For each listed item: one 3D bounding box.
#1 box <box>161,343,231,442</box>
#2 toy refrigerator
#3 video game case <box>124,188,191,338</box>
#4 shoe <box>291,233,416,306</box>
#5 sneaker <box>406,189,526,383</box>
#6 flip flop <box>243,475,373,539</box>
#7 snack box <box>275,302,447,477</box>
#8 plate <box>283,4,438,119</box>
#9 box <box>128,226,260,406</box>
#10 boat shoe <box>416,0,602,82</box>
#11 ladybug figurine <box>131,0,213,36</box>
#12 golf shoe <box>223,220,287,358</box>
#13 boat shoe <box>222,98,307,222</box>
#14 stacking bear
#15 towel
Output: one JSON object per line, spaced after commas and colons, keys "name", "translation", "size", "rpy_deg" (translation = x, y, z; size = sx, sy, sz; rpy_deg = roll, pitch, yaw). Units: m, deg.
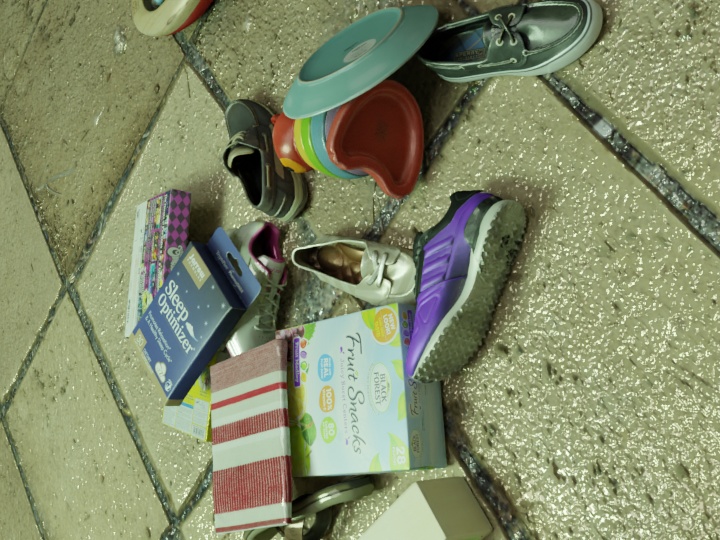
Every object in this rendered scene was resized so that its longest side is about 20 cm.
{"name": "box", "translation": [-0.208, 0.116, 1.204], "size": [0.117, 0.048, 0.203], "rpy_deg": [9, 93, 47]}
{"name": "toy refrigerator", "translation": [0.037, 0.297, 0.911], "size": [0.200, 0.075, 0.070], "rpy_deg": [-51, 52, 27]}
{"name": "video game case", "translation": [-0.288, -0.003, 1.272], "size": [0.181, 0.035, 0.203], "rpy_deg": [-9, 76, 62]}
{"name": "shoe", "translation": [0.000, 0.000, 1.002], "size": [0.199, 0.053, 0.071], "rpy_deg": [14, 95, 45]}
{"name": "sneaker", "translation": [0.086, 0.011, 0.905], "size": [0.099, 0.069, 0.202], "rpy_deg": [30, 97, 42]}
{"name": "flip flop", "translation": [-0.058, 0.284, 1.019], "size": [0.199, 0.081, 0.058], "rpy_deg": [-31, 78, 33]}
{"name": "snack box", "translation": [-0.005, 0.135, 0.981], "size": [0.199, 0.067, 0.171], "rpy_deg": [-16, 73, 41]}
{"name": "plate", "translation": [-0.007, -0.235, 0.973], "size": [0.199, 0.026, 0.201], "rpy_deg": [-27, 28, 16]}
{"name": "box", "translation": [-0.209, 0.054, 1.114], "size": [0.201, 0.032, 0.121], "rpy_deg": [-52, 54, 20]}
{"name": "boat shoe", "translation": [0.140, -0.226, 0.888], "size": [0.199, 0.056, 0.070], "rpy_deg": [-5, 81, 45]}
{"name": "ladybug figurine", "translation": [-0.262, -0.414, 1.309], "size": [0.199, 0.071, 0.137], "rpy_deg": [-28, 66, 39]}
{"name": "golf shoe", "translation": [-0.129, 0.031, 1.118], "size": [0.091, 0.075, 0.202], "rpy_deg": [-24, 69, 37]}
{"name": "boat shoe", "translation": [-0.133, -0.150, 1.143], "size": [0.075, 0.073, 0.201], "rpy_deg": [-50, 53, 28]}
{"name": "stacking bear", "translation": [-0.030, -0.153, 1.020], "size": [0.199, 0.121, 0.115], "rpy_deg": [9, 76, 54]}
{"name": "towel", "translation": [-0.124, 0.191, 1.028], "size": [0.143, 0.023, 0.203], "rpy_deg": [-23, 64, 45]}
